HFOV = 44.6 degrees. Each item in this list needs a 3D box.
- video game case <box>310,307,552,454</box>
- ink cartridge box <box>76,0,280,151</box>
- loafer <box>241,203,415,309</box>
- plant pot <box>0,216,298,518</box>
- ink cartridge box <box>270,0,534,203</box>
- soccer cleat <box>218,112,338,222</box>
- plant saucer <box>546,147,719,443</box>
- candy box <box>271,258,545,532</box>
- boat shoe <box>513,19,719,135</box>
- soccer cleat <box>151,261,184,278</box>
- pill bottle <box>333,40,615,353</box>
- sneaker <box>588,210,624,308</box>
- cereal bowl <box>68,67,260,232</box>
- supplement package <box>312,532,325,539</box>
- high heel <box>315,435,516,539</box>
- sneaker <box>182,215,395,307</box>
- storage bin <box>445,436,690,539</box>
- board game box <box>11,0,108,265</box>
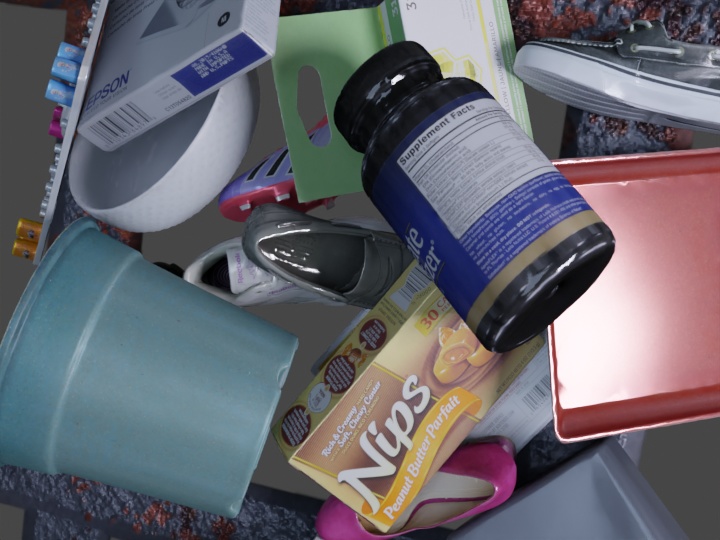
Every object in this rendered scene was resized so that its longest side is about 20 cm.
[{"bbox_3d":[0.080,0.082,0.762,0.182,0.023,0.200,45,105,9],"label":"video game case"},{"bbox_3d":[-0.141,-0.219,0.717,0.197,0.040,0.204,-21,52,33],"label":"ink cartridge box"},{"bbox_3d":[0.000,0.000,0.699,0.195,0.070,0.072,13,104,-14],"label":"loafer"},{"bbox_3d":[-0.161,0.090,0.692,0.192,0.200,0.204,21,100,-4],"label":"plant pot"},{"bbox_3d":[0.035,-0.143,0.689,0.196,0.048,0.149,-12,92,-25],"label":"ink cartridge box"},{"bbox_3d":[-0.031,-0.098,0.750,0.196,0.067,0.078,-20,70,3],"label":"soccer cleat"},{"bbox_3d":[0.221,0.014,0.668,0.195,0.037,0.205,-6,93,-16],"label":"plant saucer"},{"bbox_3d":[0.038,0.090,0.684,0.115,0.055,0.201,41,91,-28],"label":"candy box"},{"bbox_3d":[0.220,-0.158,0.685,0.195,0.072,0.073,15,90,4],"label":"boat shoe"},{"bbox_3d":[-0.158,0.088,0.823,0.083,0.064,0.203,-30,89,46],"label":"soccer cleat"},{"bbox_3d":[0.070,-0.056,0.594,0.112,0.111,0.201,-43,69,15],"label":"pill bottle"},{"bbox_3d":[0.131,-0.045,0.702,0.196,0.067,0.092,23,85,-5],"label":"sneaker"},{"bbox_3d":[-0.159,-0.118,0.762,0.197,0.083,0.204,-22,51,30],"label":"cereal bowl"},{"bbox_3d":[-0.032,0.317,0.715,0.112,0.200,0.111,28,101,8],"label":"supplement package"},{"bbox_3d":[0.038,0.193,0.722,0.196,0.096,0.069,-20,89,18],"label":"high heel"},{"bbox_3d":[-0.061,0.001,0.758,0.195,0.099,0.077,-11,89,15],"label":"sneaker"},{"bbox_3d":[0.165,0.232,0.695,0.199,0.145,0.136,-37,74,15],"label":"storage bin"},{"bbox_3d":[-0.244,-0.143,0.730,0.025,0.203,0.202,14,132,-19],"label":"board game box"}]
